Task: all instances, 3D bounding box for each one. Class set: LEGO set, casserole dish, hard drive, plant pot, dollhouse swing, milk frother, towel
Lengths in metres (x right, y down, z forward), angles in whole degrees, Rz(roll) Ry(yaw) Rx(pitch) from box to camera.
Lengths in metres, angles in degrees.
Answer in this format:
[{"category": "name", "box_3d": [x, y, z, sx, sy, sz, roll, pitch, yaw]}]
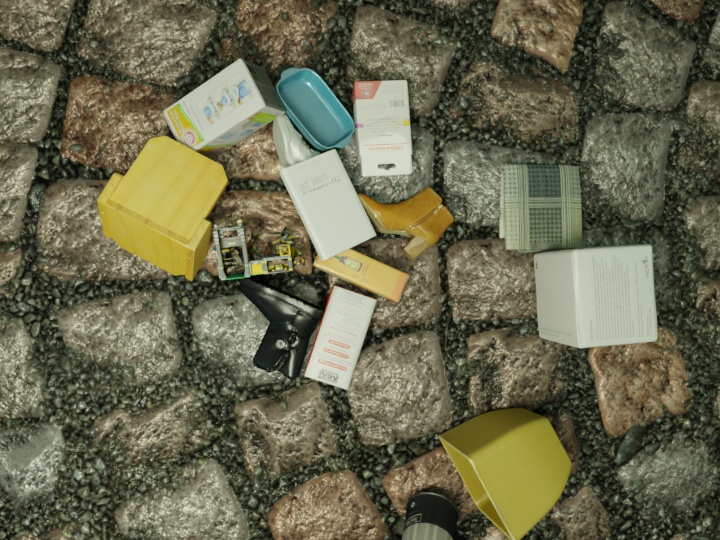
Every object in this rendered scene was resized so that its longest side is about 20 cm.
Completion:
[{"category": "LEGO set", "box_3d": [-0.215, -0.061, 1.138, 0.198, 0.154, 0.117, -4, 107, 1]}, {"category": "casserole dish", "box_3d": [-0.099, -0.338, 1.190, 0.121, 0.039, 0.200, -42, 96, -33]}, {"category": "hard drive", "box_3d": [-0.065, -0.136, 1.156, 0.131, 0.027, 0.201, -26, 91, -24]}, {"category": "plant pot", "box_3d": [0.319, 0.401, 1.180, 0.199, 0.194, 0.196, -29, 93, -10]}, {"category": "dollhouse swing", "box_3d": [-0.377, -0.126, 1.113, 0.199, 0.182, 0.177, 27, 57, -3]}, {"category": "milk frother", "box_3d": [0.160, 0.608, 1.156, 0.199, 0.188, 0.181, 28, 120, 0]}, {"category": "towel", "box_3d": [0.408, -0.141, 1.269, 0.191, 0.035, 0.202, -1, 88, -9]}]

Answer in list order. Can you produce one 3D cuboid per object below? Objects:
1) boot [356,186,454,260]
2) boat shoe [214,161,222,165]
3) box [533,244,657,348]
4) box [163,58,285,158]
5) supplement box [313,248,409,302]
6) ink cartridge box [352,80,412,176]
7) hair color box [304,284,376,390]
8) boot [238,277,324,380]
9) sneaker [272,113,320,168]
[{"category": "boot", "box_3d": [0.097, -0.135, 1.220, 0.201, 0.071, 0.144, 43, 79, -6]}, {"category": "boat shoe", "box_3d": [-0.346, -0.133, 1.164, 0.202, 0.075, 0.086, -42, 93, -2]}, {"category": "box", "box_3d": [0.490, 0.050, 1.188, 0.170, 0.199, 0.202, -3, 90, -5]}, {"category": "box", "box_3d": [-0.271, -0.318, 1.123, 0.199, 0.112, 0.102, -27, 92, 17]}, {"category": "supplement box", "box_3d": [0.000, 0.000, 1.205, 0.199, 0.069, 0.067, 25, 86, -7]}, {"category": "ink cartridge box", "box_3d": [0.047, -0.300, 1.209, 0.116, 0.067, 0.202, -3, 89, -6]}, {"category": "hair color box", "box_3d": [-0.044, 0.142, 1.201, 0.101, 0.061, 0.201, 19, 87, -5]}, {"category": "boot", "box_3d": [-0.193, 0.122, 1.177, 0.199, 0.076, 0.169, 25, 90, -1]}, {"category": "sneaker", "box_3d": [-0.123, -0.245, 1.198, 0.088, 0.075, 0.201, -23, 97, -19]}]
